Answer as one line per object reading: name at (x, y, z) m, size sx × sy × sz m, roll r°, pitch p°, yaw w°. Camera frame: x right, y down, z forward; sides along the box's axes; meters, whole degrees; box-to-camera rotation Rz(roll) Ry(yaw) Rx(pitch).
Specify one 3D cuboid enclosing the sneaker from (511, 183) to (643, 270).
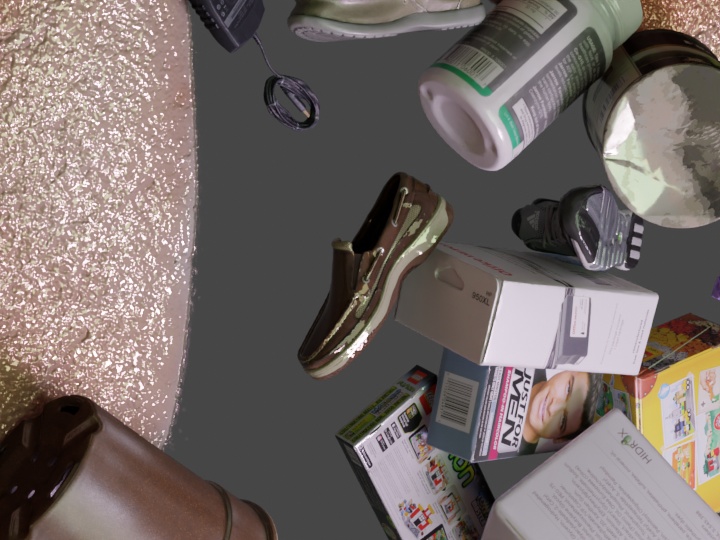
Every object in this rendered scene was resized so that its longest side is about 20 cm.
sneaker at (0.187, -0.039, 1.726) m, size 0.200 × 0.114 × 0.076 m, roll 23°, pitch 77°, yaw -65°

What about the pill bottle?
pill bottle at (0.156, -0.194, 1.662) m, size 0.200 × 0.113 × 0.114 m, roll -42°, pitch 125°, yaw -17°

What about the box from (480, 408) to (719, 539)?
box at (0.234, 0.287, 1.780) m, size 0.171 × 0.200 × 0.200 m, roll -33°, pitch 158°, yaw -22°

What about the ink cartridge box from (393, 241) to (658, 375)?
ink cartridge box at (0.152, 0.034, 1.714) m, size 0.198 × 0.144 × 0.085 m, roll 6°, pitch 102°, yaw -36°

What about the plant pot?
plant pot at (-0.205, 0.219, 1.498) m, size 0.198 × 0.200 × 0.201 m, roll 44°, pitch 78°, yaw -29°

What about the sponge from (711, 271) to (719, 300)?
sponge at (0.471, 0.005, 2.009) m, size 0.199 × 0.030 × 0.113 m, roll 19°, pitch 93°, yaw -38°

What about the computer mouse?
computer mouse at (-0.092, -0.189, 1.542) m, size 0.059 × 0.034 × 0.201 m, roll -57°, pitch 135°, yaw -28°

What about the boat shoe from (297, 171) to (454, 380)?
boat shoe at (-0.003, 0.000, 1.646) m, size 0.075 × 0.075 × 0.203 m, roll 42°, pitch 73°, yaw -23°

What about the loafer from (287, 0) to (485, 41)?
loafer at (0.020, -0.237, 1.584) m, size 0.199 × 0.075 × 0.070 m, roll -12°, pitch 100°, yaw -37°

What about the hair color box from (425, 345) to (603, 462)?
hair color box at (0.152, 0.121, 1.767) m, size 0.199 × 0.060 × 0.100 m, roll -1°, pitch 104°, yaw -51°

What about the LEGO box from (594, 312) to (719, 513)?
LEGO box at (0.321, 0.167, 1.922) m, size 0.148 × 0.077 × 0.202 m, roll -19°, pitch 115°, yaw -30°

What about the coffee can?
coffee can at (0.284, -0.133, 1.690) m, size 0.145 × 0.200 × 0.148 m, roll 0°, pitch 106°, yaw 2°

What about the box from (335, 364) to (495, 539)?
box at (0.060, 0.202, 1.772) m, size 0.110 × 0.035 × 0.201 m, roll -38°, pitch 123°, yaw -20°
